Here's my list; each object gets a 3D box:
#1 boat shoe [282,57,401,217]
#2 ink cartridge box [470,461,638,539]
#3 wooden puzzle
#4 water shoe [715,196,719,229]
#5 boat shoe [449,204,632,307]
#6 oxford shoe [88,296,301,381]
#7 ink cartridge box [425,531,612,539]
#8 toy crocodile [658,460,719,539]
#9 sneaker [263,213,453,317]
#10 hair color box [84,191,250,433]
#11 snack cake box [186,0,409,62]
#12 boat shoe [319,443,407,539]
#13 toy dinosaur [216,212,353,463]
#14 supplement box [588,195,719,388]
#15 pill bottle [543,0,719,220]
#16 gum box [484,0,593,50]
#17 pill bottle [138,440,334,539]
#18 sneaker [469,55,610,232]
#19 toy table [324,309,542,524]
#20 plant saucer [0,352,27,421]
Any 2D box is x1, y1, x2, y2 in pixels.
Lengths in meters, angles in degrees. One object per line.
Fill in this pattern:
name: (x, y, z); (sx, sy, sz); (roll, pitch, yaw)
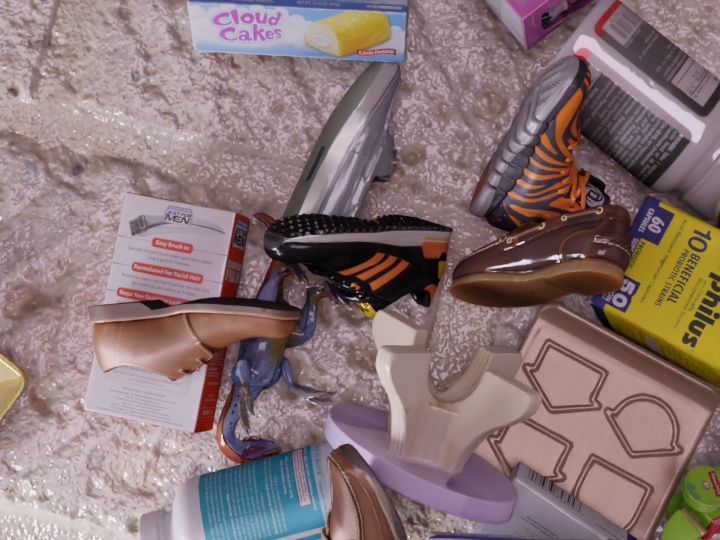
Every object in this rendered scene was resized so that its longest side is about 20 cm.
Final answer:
boat shoe: (-0.004, -0.102, 1.203); (0.071, 0.070, 0.203); (30, 82, -20)
ink cartridge box: (0.172, 0.306, 1.162); (0.195, 0.043, 0.201); (33, 112, 4)
wooden puzzle: (0.205, 0.156, 1.184); (0.183, 0.046, 0.202); (28, 92, 4)
water shoe: (0.379, -0.039, 1.141); (0.071, 0.199, 0.080); (16, 75, 47)
boat shoe: (0.160, -0.011, 1.141); (0.070, 0.199, 0.071); (24, 68, -37)
oxford shoe: (-0.141, 0.058, 1.119); (0.197, 0.071, 0.072); (-5, 89, 20)
ink cartridge box: (0.092, 0.291, 1.077); (0.197, 0.041, 0.202); (10, 113, -31)
toy crocodile: (0.330, 0.189, 1.139); (0.199, 0.068, 0.062); (-34, 65, -26)
sneaker: (0.000, 0.000, 1.146); (0.198, 0.070, 0.091); (-3, 104, -39)
hair color box: (-0.176, 0.039, 1.190); (0.109, 0.064, 0.203); (10, 88, 10)
snack cake box: (-0.053, -0.260, 1.186); (0.197, 0.068, 0.116); (3, 58, 2)
boat shoe: (-0.002, 0.237, 1.064); (0.071, 0.076, 0.202); (-22, 117, -17)
toy dinosaur: (-0.083, 0.083, 1.199); (0.104, 0.201, 0.182); (25, 113, -34)
supplement box: (0.316, 0.036, 1.127); (0.198, 0.109, 0.110); (28, 87, 21)
pill bottle: (0.265, -0.144, 1.165); (0.199, 0.114, 0.114); (39, 88, 4)
gum box: (0.142, -0.310, 1.182); (0.113, 0.066, 0.201); (-36, 71, 0)
pill bottle: (-0.093, 0.227, 1.154); (0.197, 0.111, 0.112); (-14, 86, 1)
sneaker: (0.182, -0.099, 1.146); (0.111, 0.201, 0.078); (25, 52, -3)
toy table: (0.062, 0.120, 1.112); (0.198, 0.183, 0.119); (24, 103, 29)
plant saucer: (-0.435, 0.122, 1.205); (0.199, 0.048, 0.201); (36, 88, 5)
